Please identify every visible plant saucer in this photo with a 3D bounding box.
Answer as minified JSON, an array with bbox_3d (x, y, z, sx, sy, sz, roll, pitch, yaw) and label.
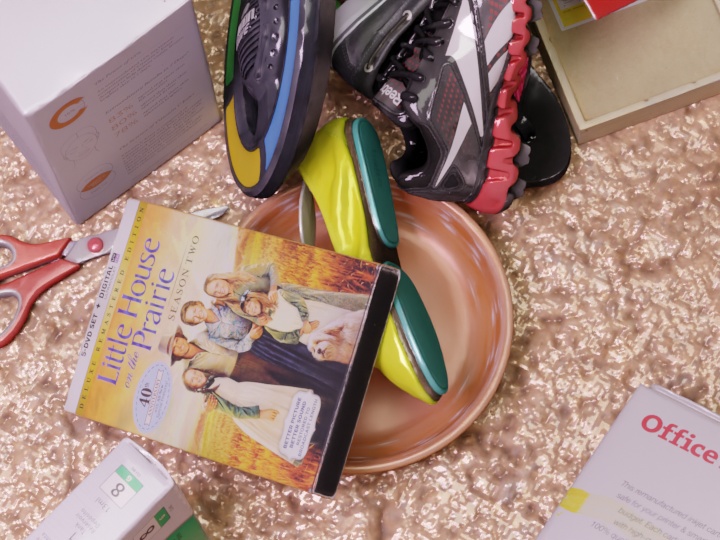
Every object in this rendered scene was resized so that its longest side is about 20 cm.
[{"bbox_3d":[-0.001,0.035,1.515,0.199,0.037,0.201,0,73,1],"label":"plant saucer"}]

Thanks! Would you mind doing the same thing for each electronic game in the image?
[{"bbox_3d":[-0.056,-0.146,1.491,0.041,0.200,0.201,5,72,-16],"label":"electronic game"}]

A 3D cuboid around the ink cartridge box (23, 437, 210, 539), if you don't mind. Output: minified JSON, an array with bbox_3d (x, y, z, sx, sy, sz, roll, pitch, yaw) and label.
[{"bbox_3d":[-0.181,0.203,1.405,0.050,0.161,0.200,40,78,17],"label":"ink cartridge box"}]

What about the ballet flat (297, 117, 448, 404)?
[{"bbox_3d":[0.000,0.000,1.481,0.067,0.067,0.201,-22,69,17],"label":"ballet flat"}]

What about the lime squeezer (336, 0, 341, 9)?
[{"bbox_3d":[-0.016,-0.226,1.595,0.070,0.038,0.201,-1,71,5],"label":"lime squeezer"}]

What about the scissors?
[{"bbox_3d":[-0.188,-0.018,1.550,0.199,0.014,0.073,-31,72,-6],"label":"scissors"}]

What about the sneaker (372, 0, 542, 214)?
[{"bbox_3d":[0.058,-0.133,1.479,0.097,0.071,0.202,-2,108,-18],"label":"sneaker"}]

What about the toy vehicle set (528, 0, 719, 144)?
[{"bbox_3d":[0.168,-0.197,1.585,0.124,0.027,0.201,-19,73,-4],"label":"toy vehicle set"}]

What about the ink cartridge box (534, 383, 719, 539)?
[{"bbox_3d":[0.182,0.190,1.410,0.145,0.084,0.200,27,72,30],"label":"ink cartridge box"}]

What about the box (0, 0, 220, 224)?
[{"bbox_3d":[-0.172,-0.130,1.487,0.124,0.200,0.098,-37,75,-9],"label":"box"}]

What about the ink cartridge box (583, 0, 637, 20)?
[{"bbox_3d":[0.169,-0.271,1.532,0.200,0.045,0.177,-29,81,-44],"label":"ink cartridge box"}]

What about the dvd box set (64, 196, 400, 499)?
[{"bbox_3d":[-0.082,0.045,1.463,0.199,0.029,0.147,16,86,32],"label":"dvd box set"}]

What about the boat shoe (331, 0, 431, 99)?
[{"bbox_3d":[0.063,-0.186,1.536,0.200,0.069,0.057,-39,64,-1],"label":"boat shoe"}]

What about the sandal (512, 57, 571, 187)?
[{"bbox_3d":[0.077,-0.144,1.562,0.075,0.045,0.201,-23,73,-5],"label":"sandal"}]
